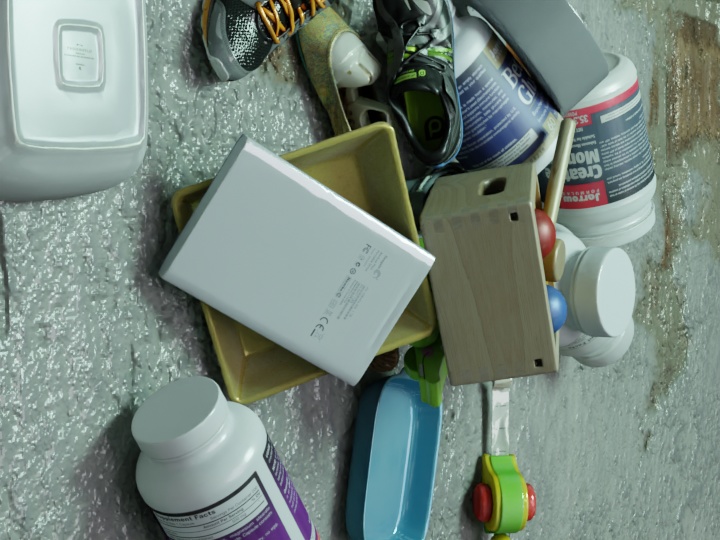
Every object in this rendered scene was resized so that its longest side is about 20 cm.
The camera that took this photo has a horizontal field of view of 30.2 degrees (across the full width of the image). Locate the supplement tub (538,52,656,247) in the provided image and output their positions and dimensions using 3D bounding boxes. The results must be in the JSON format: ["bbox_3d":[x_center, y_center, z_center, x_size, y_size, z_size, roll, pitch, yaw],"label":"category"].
[{"bbox_3d":[0.268,-0.140,1.563,0.140,0.139,0.202,-40,123,-45],"label":"supplement tub"}]

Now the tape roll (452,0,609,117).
[{"bbox_3d":[0.165,-0.254,1.369,0.066,0.201,0.200,-40,134,3],"label":"tape roll"}]

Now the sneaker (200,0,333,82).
[{"bbox_3d":[-0.067,-0.237,1.153,0.201,0.076,0.079,-58,136,-32],"label":"sneaker"}]

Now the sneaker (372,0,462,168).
[{"bbox_3d":[0.055,-0.193,1.234,0.083,0.070,0.202,-59,138,-75],"label":"sneaker"}]

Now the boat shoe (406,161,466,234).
[{"bbox_3d":[0.088,-0.073,1.384,0.199,0.061,0.074,-16,103,-53],"label":"boat shoe"}]

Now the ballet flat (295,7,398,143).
[{"bbox_3d":[-0.003,-0.163,1.253,0.071,0.070,0.202,-42,124,-44],"label":"ballet flat"}]

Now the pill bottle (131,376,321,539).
[{"bbox_3d":[-0.110,0.187,1.087,0.113,0.111,0.202,-51,130,-39],"label":"pill bottle"}]

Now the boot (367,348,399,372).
[{"bbox_3d":[0.000,0.000,1.265,0.108,0.074,0.202,-56,133,-42],"label":"boot"}]

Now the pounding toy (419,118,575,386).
[{"bbox_3d":[0.143,-0.023,1.248,0.200,0.140,0.187,-63,143,-71],"label":"pounding toy"}]

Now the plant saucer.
[{"bbox_3d":[-0.049,-0.010,1.152,0.198,0.048,0.202,-19,111,-12],"label":"plant saucer"}]

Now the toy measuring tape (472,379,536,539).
[{"bbox_3d":[0.162,0.221,1.491,0.073,0.073,0.203,-4,98,-53],"label":"toy measuring tape"}]

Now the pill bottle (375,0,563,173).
[{"bbox_3d":[0.108,-0.182,1.338,0.200,0.111,0.112,47,53,-19],"label":"pill bottle"}]

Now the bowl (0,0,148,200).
[{"bbox_3d":[-0.222,-0.150,0.950,0.199,0.074,0.203,-6,98,-55],"label":"bowl"}]

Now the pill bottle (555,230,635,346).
[{"bbox_3d":[0.179,0.018,1.399,0.119,0.198,0.121,-4,95,-54],"label":"pill bottle"}]

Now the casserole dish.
[{"bbox_3d":[0.030,0.194,1.342,0.121,0.038,0.203,16,79,-53],"label":"casserole dish"}]

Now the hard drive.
[{"bbox_3d":[-0.050,-0.005,1.113,0.199,0.025,0.133,31,95,-25],"label":"hard drive"}]

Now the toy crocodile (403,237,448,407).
[{"bbox_3d":[0.068,0.047,1.320,0.201,0.061,0.068,-93,177,-49],"label":"toy crocodile"}]

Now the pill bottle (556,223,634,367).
[{"bbox_3d":[0.243,0.035,1.559,0.200,0.113,0.116,39,62,-48],"label":"pill bottle"}]
